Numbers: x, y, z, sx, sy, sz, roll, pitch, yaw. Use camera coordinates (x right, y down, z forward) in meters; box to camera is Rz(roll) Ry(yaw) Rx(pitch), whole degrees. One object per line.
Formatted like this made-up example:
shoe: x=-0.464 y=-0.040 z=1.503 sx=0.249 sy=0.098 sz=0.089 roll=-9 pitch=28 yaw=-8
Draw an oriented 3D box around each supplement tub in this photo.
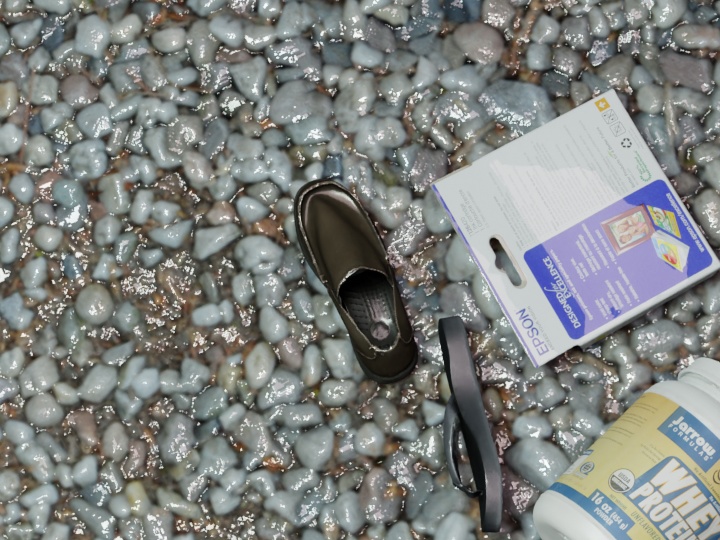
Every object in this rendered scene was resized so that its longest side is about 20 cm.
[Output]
supplement tub: x=0.259 y=0.186 z=1.599 sx=0.200 sy=0.145 sz=0.145 roll=-43 pitch=77 yaw=-12

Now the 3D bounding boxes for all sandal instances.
sandal: x=0.088 y=0.139 z=1.656 sx=0.042 sy=0.076 sz=0.202 roll=-10 pitch=62 yaw=-5

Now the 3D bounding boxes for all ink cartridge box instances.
ink cartridge box: x=0.194 y=-0.037 z=1.725 sx=0.199 sy=0.047 sz=0.199 roll=-28 pitch=76 yaw=-7

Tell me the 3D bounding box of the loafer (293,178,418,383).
loafer: x=0.000 y=0.000 z=1.697 sx=0.072 sy=0.071 sz=0.201 roll=-25 pitch=74 yaw=-8
